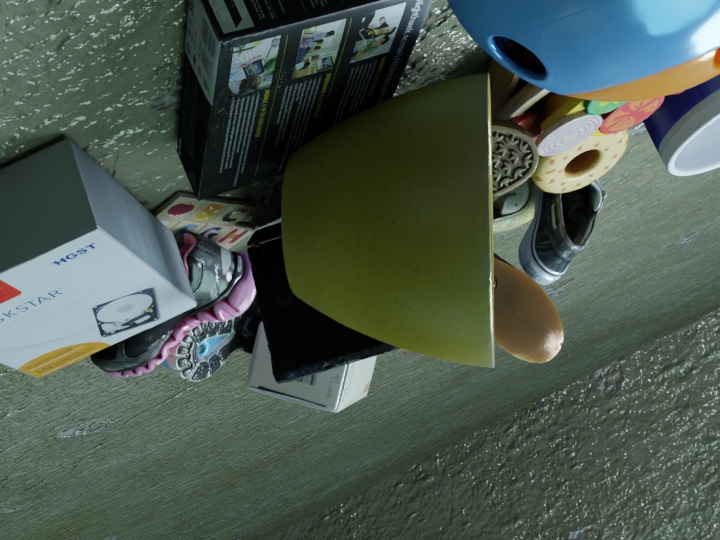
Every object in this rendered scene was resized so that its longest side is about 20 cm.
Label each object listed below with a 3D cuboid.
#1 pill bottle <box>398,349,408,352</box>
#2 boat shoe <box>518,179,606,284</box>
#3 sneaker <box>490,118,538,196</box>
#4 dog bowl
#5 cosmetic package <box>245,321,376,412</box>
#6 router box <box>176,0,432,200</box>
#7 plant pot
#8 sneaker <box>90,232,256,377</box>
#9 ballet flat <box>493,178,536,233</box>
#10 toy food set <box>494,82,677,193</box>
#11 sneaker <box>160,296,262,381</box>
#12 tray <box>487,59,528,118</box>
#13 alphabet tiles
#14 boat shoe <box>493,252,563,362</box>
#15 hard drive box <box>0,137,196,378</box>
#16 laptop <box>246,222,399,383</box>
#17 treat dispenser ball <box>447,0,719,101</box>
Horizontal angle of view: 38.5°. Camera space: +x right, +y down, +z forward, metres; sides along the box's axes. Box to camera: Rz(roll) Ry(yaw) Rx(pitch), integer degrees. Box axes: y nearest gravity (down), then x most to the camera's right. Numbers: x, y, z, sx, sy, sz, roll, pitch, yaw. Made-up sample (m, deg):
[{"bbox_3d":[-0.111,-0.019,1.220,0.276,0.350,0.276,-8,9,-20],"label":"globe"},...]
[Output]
[{"bbox_3d":[0.038,0.028,1.057,0.198,0.105,0.104,14,149,-17],"label":"pill bottle"},{"bbox_3d":[0.215,-0.067,1.035,0.071,0.072,0.201,-37,-157,42],"label":"boat shoe"},{"bbox_3d":[0.040,-0.094,0.844,0.198,0.068,0.090,-13,-153,4],"label":"sneaker"},{"bbox_3d":[0.391,-0.184,1.062,0.198,0.079,0.200,-21,162,-7],"label":"dog bowl"},{"bbox_3d":[-0.046,0.099,1.115,0.104,0.072,0.200,14,180,10],"label":"cosmetic package"},{"bbox_3d":[-0.044,-0.131,0.696,0.148,0.051,0.200,-19,162,-20],"label":"router box"},{"bbox_3d":[0.023,-0.032,0.723,0.140,0.203,0.200,-2,164,8],"label":"plant pot"},{"bbox_3d":[-0.190,0.027,0.943,0.199,0.080,0.095,-33,139,24],"label":"sneaker"},{"bbox_3d":[0.116,-0.071,1.052,0.198,0.071,0.071,-15,161,-19],"label":"ballet flat"},{"bbox_3d":[0.194,-0.132,0.892,0.197,0.049,0.200,-6,156,-44],"label":"toy food set"},{"bbox_3d":[-0.154,0.050,1.073,0.089,0.079,0.199,13,-164,27],"label":"sneaker"},{"bbox_3d":[0.159,-0.180,0.846,0.098,0.037,0.200,-20,163,-13],"label":"tray"},{"bbox_3d":[-0.192,-0.012,0.928,0.199,0.006,0.166,-34,159,28],"label":"alphabet tiles"},{"bbox_3d":[0.113,0.011,0.996,0.071,0.200,0.070,-48,-165,-4],"label":"boat shoe"},{"bbox_3d":[-0.235,0.000,0.781,0.155,0.077,0.200,-25,160,4],"label":"hard drive box"},{"bbox_3d":[0.000,0.000,0.890,0.175,0.202,0.104,-17,152,1],"label":"laptop"},{"bbox_3d":[0.131,-0.187,0.516,0.199,0.203,0.201,-21,162,-7],"label":"treat dispenser ball"}]
